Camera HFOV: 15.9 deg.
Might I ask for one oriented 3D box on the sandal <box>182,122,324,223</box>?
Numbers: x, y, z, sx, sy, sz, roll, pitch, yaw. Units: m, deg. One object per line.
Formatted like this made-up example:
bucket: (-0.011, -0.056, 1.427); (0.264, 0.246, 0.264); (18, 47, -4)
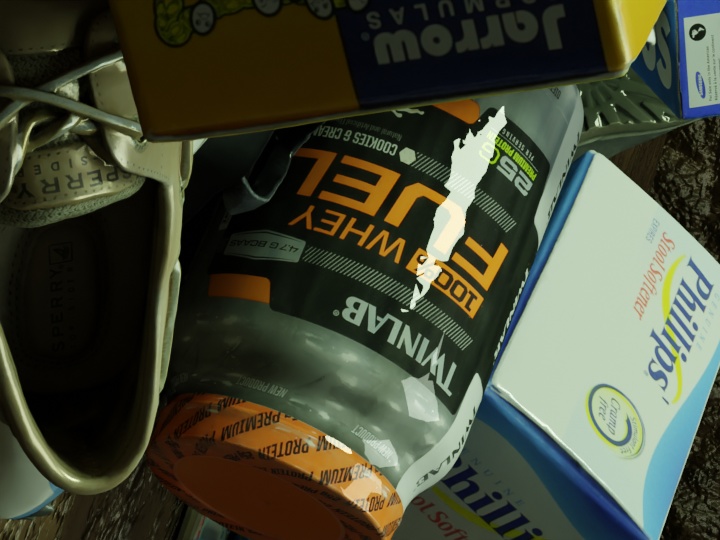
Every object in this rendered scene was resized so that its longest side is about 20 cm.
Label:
sandal: (-0.032, -0.046, 0.823); (0.077, 0.043, 0.200); (-63, -173, -2)

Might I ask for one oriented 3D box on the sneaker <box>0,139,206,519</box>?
sneaker: (-0.084, -0.017, 0.690); (0.072, 0.072, 0.201); (1, 127, -33)

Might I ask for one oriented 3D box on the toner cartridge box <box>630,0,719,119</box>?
toner cartridge box: (0.116, -0.134, 1.013); (0.200, 0.043, 0.096); (-115, -160, -68)

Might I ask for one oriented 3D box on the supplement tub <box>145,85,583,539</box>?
supplement tub: (0.000, 0.000, 0.970); (0.123, 0.122, 0.201); (87, 23, -64)

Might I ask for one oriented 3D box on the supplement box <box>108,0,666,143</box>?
supplement box: (-0.004, -0.143, 0.531); (0.109, 0.109, 0.201); (-51, 131, -63)

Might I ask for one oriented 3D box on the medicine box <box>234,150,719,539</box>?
medicine box: (0.051, 0.077, 1.116); (0.200, 0.103, 0.183); (-41, -168, 37)

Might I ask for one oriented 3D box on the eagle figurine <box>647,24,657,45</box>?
eagle figurine: (0.063, -0.159, 0.860); (0.151, 0.152, 0.200); (-38, 168, -51)

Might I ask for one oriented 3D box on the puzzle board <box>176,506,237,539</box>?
puzzle board: (-0.044, 0.076, 1.170); (0.151, 0.017, 0.201); (51, 58, -78)

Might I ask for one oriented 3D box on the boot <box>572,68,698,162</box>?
boot: (0.084, -0.041, 1.217); (0.200, 0.181, 0.073); (99, -28, -62)

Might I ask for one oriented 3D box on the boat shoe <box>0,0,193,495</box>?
boat shoe: (-0.069, -0.037, 0.589); (0.065, 0.072, 0.201); (-115, -159, -50)
